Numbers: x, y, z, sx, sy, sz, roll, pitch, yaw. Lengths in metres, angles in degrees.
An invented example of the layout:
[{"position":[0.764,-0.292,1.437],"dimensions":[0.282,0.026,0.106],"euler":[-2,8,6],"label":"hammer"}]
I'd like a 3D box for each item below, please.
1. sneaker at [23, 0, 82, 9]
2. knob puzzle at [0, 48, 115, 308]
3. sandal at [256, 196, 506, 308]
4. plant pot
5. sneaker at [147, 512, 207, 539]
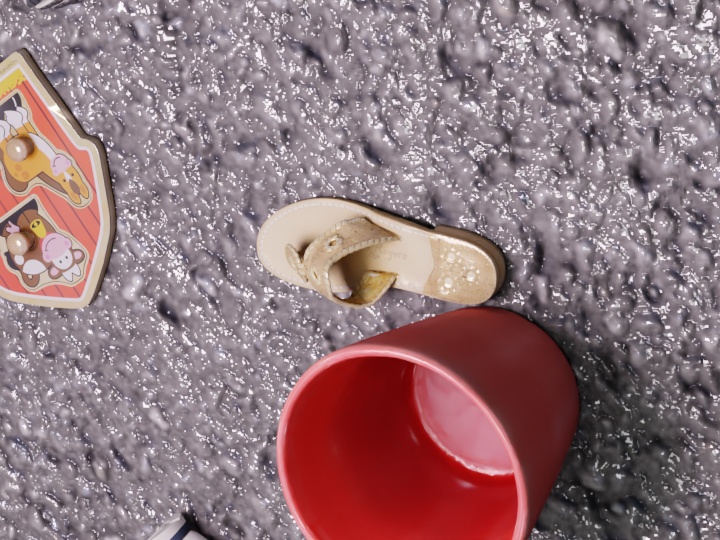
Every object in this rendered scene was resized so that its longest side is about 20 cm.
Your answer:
[{"position":[-0.199,-0.282,1.761],"dimensions":[0.080,0.078,0.200],"euler":[52,120,25],"label":"sneaker"},{"position":[-0.284,-0.052,1.902],"dimensions":[0.220,0.030,0.220],"euler":[10,112,24],"label":"knob puzzle"},{"position":[0.000,-0.006,1.747],"dimensions":[0.212,0.070,0.078],"euler":[8,112,25],"label":"sandal"},{"position":[0.065,0.119,1.696],"dimensions":[0.200,0.177,0.200],"euler":[10,113,25],"label":"plant pot"},{"position":[-0.186,0.293,1.958],"dimensions":[0.080,0.076,0.200],"euler":[41,124,-2],"label":"sneaker"}]
